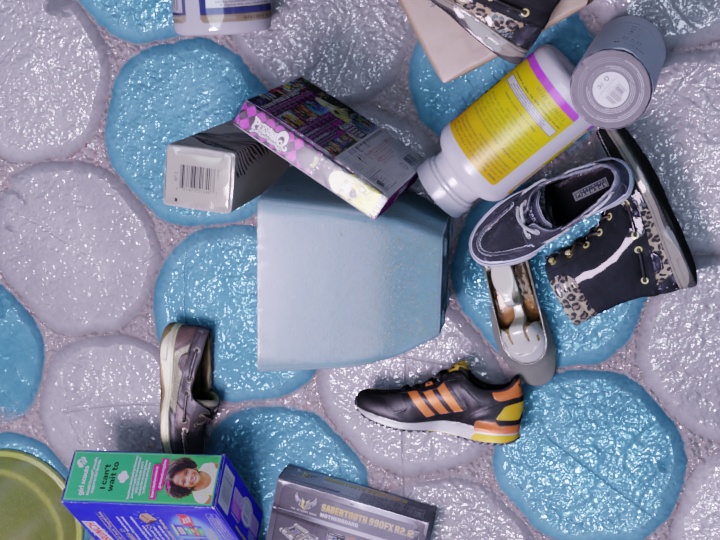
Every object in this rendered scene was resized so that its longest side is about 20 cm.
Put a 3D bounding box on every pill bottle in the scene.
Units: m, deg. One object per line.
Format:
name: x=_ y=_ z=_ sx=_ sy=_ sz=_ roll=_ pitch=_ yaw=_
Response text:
pill bottle: x=0.159 y=-0.146 z=1.432 sx=0.200 sy=0.104 sz=0.104 roll=-39 pitch=93 yaw=20
pill bottle: x=-0.158 y=-0.364 z=1.452 sx=0.111 sy=0.111 sz=0.200 roll=1 pitch=105 yaw=14

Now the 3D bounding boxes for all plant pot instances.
plant pot: x=0.000 y=0.000 z=1.473 sx=0.199 sy=0.196 sz=0.196 roll=4 pitch=105 yaw=7
plant pot: x=-0.488 y=0.359 z=1.692 sx=0.200 sy=0.184 sz=0.201 roll=4 pitch=106 yaw=13

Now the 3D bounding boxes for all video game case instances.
video game case: x=-0.027 y=-0.138 z=1.432 sx=0.181 sy=0.200 sz=0.036 roll=35 pitch=111 yaw=3

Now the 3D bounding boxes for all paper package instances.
paper package: x=0.126 y=-0.331 z=1.392 sx=0.190 sy=0.103 sz=0.200 roll=-26 pitch=97 yaw=21

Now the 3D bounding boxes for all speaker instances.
speaker: x=0.265 y=-0.206 z=1.339 sx=0.081 sy=0.200 sz=0.081 roll=5 pitch=111 yaw=14

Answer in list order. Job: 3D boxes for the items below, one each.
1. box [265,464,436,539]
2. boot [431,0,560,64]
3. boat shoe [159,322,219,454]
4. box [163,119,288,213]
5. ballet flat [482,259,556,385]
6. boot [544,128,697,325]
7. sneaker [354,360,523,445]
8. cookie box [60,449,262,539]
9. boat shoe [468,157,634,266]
box: x=-0.019 y=0.346 z=1.640 sx=0.200 sy=0.048 sz=0.159 roll=14 pitch=107 yaw=11
boot: x=0.129 y=-0.320 z=1.300 sx=0.200 sy=0.073 sz=0.151 roll=42 pitch=113 yaw=-3
boat shoe: x=-0.208 y=0.164 z=1.627 sx=0.065 sy=0.073 sz=0.200 roll=1 pitch=105 yaw=19
box: x=-0.145 y=-0.119 z=1.466 sx=0.082 sy=0.200 sz=0.069 roll=9 pitch=106 yaw=11
ballet flat: x=0.175 y=0.046 z=1.501 sx=0.067 sy=0.064 sz=0.200 roll=-11 pitch=102 yaw=17
boot: x=0.265 y=-0.048 z=1.450 sx=0.154 sy=0.073 sz=0.204 roll=-25 pitch=96 yaw=22
sneaker: x=0.095 y=0.145 z=1.550 sx=0.200 sy=0.070 sz=0.090 roll=9 pitch=101 yaw=8
cookie box: x=-0.242 y=0.293 z=1.624 sx=0.200 sy=0.075 sz=0.171 roll=-1 pitch=145 yaw=14
boat shoe: x=0.195 y=-0.061 z=1.402 sx=0.200 sy=0.068 sz=0.072 roll=-25 pitch=83 yaw=26
